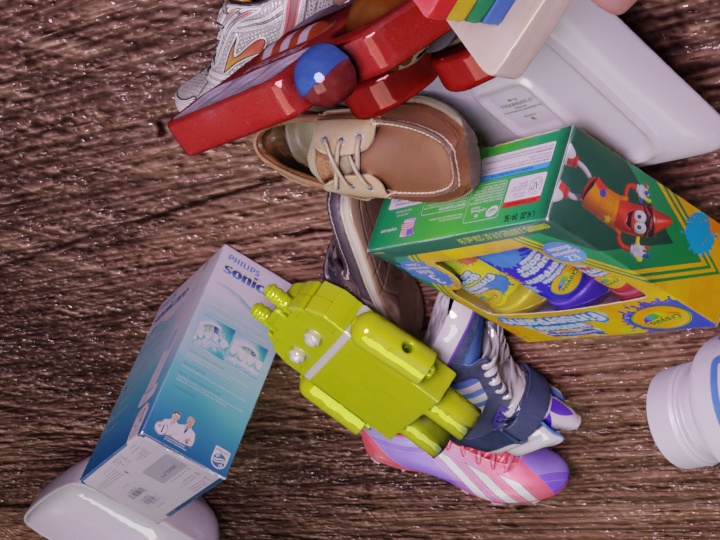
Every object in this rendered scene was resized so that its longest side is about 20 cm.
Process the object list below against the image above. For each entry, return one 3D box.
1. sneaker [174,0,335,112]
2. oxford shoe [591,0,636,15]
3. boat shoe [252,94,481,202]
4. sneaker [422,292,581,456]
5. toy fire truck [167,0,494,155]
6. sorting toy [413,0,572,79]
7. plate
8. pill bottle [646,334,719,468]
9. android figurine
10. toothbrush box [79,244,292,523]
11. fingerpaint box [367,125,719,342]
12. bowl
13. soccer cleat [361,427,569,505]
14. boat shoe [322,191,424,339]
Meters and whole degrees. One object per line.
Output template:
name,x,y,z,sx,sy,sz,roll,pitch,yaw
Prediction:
sneaker,-0.067,-0.166,1.025,0.082,0.078,0.200,39,132,-19
oxford shoe,0.112,-0.232,0.850,0.074,0.071,0.200,-32,127,33
boat shoe,-0.001,-0.078,1.037,0.200,0.074,0.076,13,121,52
sneaker,0.123,0.087,1.266,0.146,0.081,0.200,14,144,0
toy fire truck,-0.003,-0.131,0.862,0.200,0.168,0.112,-11,117,49
sorting toy,0.053,-0.231,0.707,0.069,0.199,0.200,0,136,-39
plate,0.112,-0.116,0.994,0.200,0.032,0.199,37,154,-25
pill bottle,0.319,0.091,1.133,0.112,0.112,0.200,40,142,-26
android figurine,-0.001,0.078,1.228,0.200,0.041,0.182,36,153,-5
toothbrush box,-0.147,0.099,1.309,0.085,0.200,0.146,31,144,-16
fingerpaint box,0.131,-0.017,1.058,0.167,0.074,0.200,29,159,-30
bowl,-0.265,0.280,1.730,0.200,0.075,0.200,34,144,-17
soccer cleat,0.094,0.163,1.394,0.199,0.067,0.077,13,140,16
boat shoe,0.000,0.000,1.213,0.065,0.072,0.200,1,147,19
